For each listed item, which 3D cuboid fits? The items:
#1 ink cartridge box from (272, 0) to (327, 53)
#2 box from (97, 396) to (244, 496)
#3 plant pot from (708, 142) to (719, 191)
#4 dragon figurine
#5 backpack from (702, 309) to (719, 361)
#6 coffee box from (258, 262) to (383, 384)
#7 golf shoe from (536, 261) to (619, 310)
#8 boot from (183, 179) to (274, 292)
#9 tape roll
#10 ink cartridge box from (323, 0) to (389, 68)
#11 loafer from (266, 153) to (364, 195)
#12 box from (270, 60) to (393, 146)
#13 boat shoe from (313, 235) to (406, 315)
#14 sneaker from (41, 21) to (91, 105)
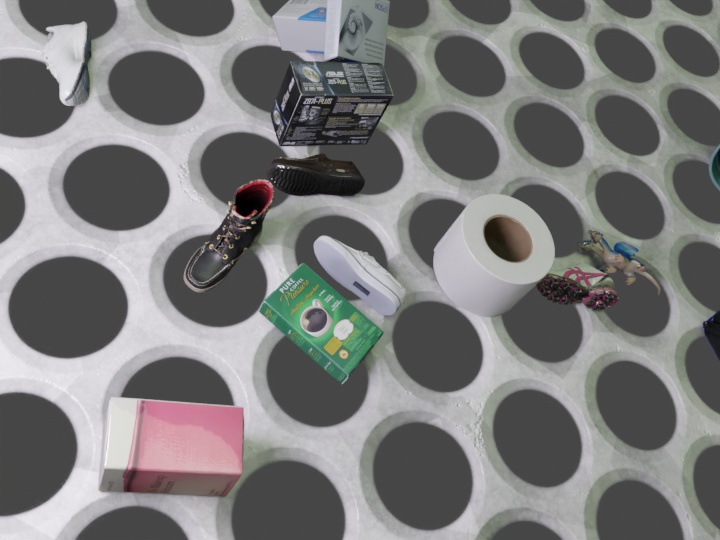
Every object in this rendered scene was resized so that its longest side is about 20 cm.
[{"bbox_3d":[-0.072,-0.556,1.826,0.144,0.084,0.200,12,49,28],"label":"ink cartridge box"},{"bbox_3d":[-0.284,0.267,1.269,0.199,0.128,0.109,7,59,-18],"label":"box"},{"bbox_3d":[0.980,-0.305,2.101,0.200,0.200,0.196,33,46,-1],"label":"plant pot"},{"bbox_3d":[0.565,-0.023,1.821,0.199,0.059,0.100,22,29,-11],"label":"dragon figurine"},{"bbox_3d":[0.857,0.118,1.782,0.167,0.200,0.163,-15,67,-29],"label":"backpack"},{"bbox_3d":[-0.069,0.092,1.513,0.200,0.044,0.123,40,54,3],"label":"coffee box"},{"bbox_3d":[0.438,0.022,1.751,0.199,0.073,0.092,12,48,-27],"label":"golf shoe"},{"bbox_3d":[-0.225,-0.063,1.474,0.073,0.151,0.200,40,54,4],"label":"boot"},{"bbox_3d":[0.260,-0.029,1.662,0.202,0.139,0.204,10,58,-16],"label":"tape roll"},{"bbox_3d":[-0.008,-0.476,1.757,0.040,0.201,0.199,11,11,30],"label":"ink cartridge box"},{"bbox_3d":[-0.092,-0.192,1.664,0.199,0.073,0.072,6,49,-25],"label":"loafer"},{"bbox_3d":[-0.060,-0.331,1.695,0.199,0.164,0.086,-5,64,-24],"label":"box"},{"bbox_3d":[0.000,0.000,1.587,0.200,0.074,0.065,44,49,-6],"label":"boat shoe"},{"bbox_3d":[-0.554,-0.385,1.592,0.087,0.075,0.201,-3,55,-10],"label":"sneaker"}]
